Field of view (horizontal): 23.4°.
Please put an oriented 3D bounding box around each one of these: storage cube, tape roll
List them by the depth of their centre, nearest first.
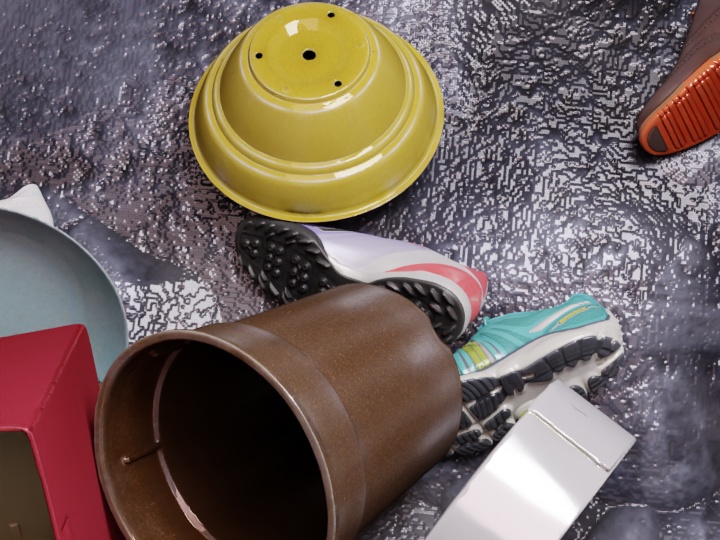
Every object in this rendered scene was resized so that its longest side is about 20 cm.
[{"bbox_3d":[-0.262,0.152,1.154,0.171,0.180,0.200,-8,109,5],"label":"storage cube"},{"bbox_3d":[0.103,0.173,1.194,0.071,0.202,0.202,38,78,11],"label":"tape roll"}]

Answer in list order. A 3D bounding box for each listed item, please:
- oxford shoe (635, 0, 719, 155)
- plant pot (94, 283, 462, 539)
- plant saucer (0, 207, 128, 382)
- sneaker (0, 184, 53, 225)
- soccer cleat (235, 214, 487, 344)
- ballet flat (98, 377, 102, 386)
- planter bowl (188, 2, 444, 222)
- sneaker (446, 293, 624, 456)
[{"bbox_3d":[0.282,-0.172,1.370,0.200,0.071,0.073,-43,49,-7],"label":"oxford shoe"},{"bbox_3d":[-0.042,0.108,1.188,0.200,0.200,0.198,49,37,13],"label":"plant pot"},{"bbox_3d":[-0.266,0.031,1.279,0.201,0.201,0.039,5,30,2],"label":"plant saucer"},{"bbox_3d":[-0.334,-0.019,1.333,0.200,0.075,0.089,-10,59,-6],"label":"sneaker"},{"bbox_3d":[0.000,0.000,1.324,0.200,0.073,0.068,18,119,20],"label":"soccer cleat"},{"bbox_3d":[-0.274,0.124,1.266,0.200,0.069,0.063,-10,93,13],"label":"ballet flat"},{"bbox_3d":[-0.037,-0.142,1.322,0.200,0.083,0.201,-2,58,3],"label":"planter bowl"},{"bbox_3d":[0.099,0.077,1.298,0.200,0.078,0.080,-21,38,4],"label":"sneaker"}]
